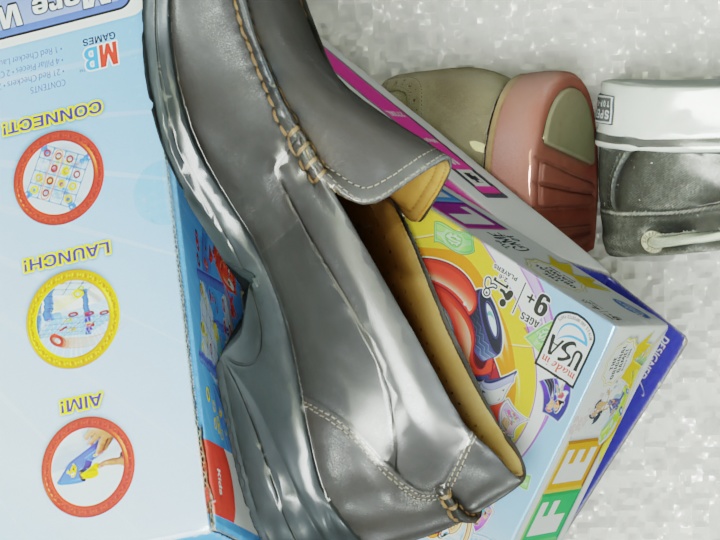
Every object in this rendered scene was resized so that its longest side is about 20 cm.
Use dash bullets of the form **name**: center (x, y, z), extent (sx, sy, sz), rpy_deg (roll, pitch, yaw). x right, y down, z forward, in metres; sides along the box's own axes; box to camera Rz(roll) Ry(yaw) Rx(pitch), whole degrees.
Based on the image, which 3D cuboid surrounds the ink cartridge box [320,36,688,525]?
- **ink cartridge box**: center (0.000, 0.000, 0.768), extent (0.200, 0.037, 0.095), rpy_deg (40, 111, 25)

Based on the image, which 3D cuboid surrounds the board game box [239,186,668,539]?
- **board game box**: center (-0.021, 0.026, 0.740), extent (0.199, 0.034, 0.135), rpy_deg (32, 107, 29)

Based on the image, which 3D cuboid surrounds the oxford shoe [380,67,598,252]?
- **oxford shoe**: center (0.031, 0.032, 0.808), extent (0.073, 0.071, 0.202), rpy_deg (9, 95, 27)

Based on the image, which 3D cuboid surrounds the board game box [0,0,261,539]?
- **board game box**: center (-0.136, 0.003, 0.715), extent (0.198, 0.056, 0.197), rpy_deg (-12, 73, 13)

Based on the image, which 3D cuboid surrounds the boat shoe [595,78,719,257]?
- **boat shoe**: center (0.174, -0.029, 0.775), extent (0.198, 0.071, 0.064), rpy_deg (1, 97, 15)

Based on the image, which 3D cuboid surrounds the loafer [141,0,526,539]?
- **loafer**: center (-0.007, -0.022, 0.676), extent (0.072, 0.073, 0.202), rpy_deg (-15, 90, 21)
